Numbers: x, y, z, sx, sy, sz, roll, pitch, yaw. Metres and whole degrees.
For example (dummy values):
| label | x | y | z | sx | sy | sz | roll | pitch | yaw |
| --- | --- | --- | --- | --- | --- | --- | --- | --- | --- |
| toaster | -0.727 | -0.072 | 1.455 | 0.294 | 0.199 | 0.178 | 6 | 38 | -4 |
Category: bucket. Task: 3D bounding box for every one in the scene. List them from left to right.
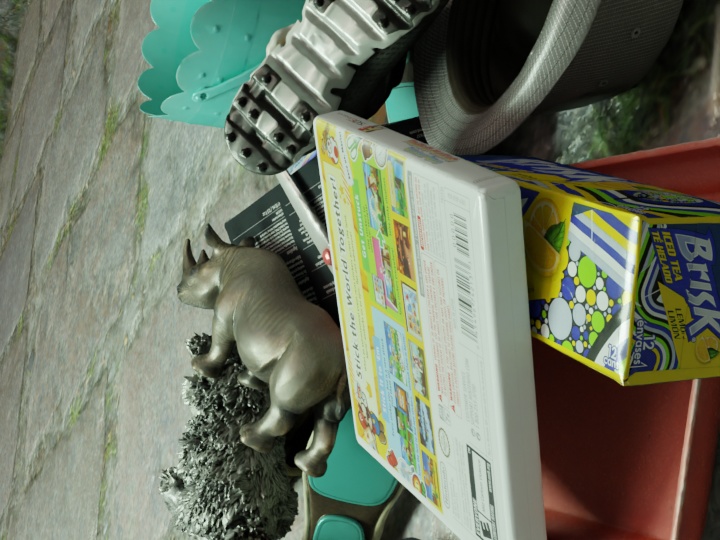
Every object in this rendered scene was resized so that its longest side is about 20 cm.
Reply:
| label | x | y | z | sx | sy | sz | roll | pitch | yaw |
| --- | --- | --- | --- | --- | --- | --- | --- | --- | --- |
| bucket | -0.117 | -0.227 | 1.187 | 0.207 | 0.135 | 0.208 | -41 | 43 | 55 |

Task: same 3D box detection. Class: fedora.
| label | x | y | z | sx | sy | sz | roll | pitch | yaw |
| --- | --- | --- | --- | --- | --- | --- | --- | --- | --- |
| fedora | 0.111 | -0.149 | 0.685 | 0.177 | 0.090 | 0.200 | -101 | 29 | -44 |

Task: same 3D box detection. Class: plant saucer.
| label | x | y | z | sx | sy | sz | roll | pitch | yaw |
| --- | --- | --- | --- | --- | --- | --- | --- | --- | --- |
| plant saucer | 0.121 | 0.043 | 0.636 | 0.200 | 0.037 | 0.200 | -3 | 76 | 66 |

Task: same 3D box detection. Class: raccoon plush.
| label | x | y | z | sx | sy | sz | roll | pitch | yaw |
| --- | --- | --- | --- | --- | --- | --- | --- | --- | --- |
| raccoon plush | -0.070 | 0.126 | 0.868 | 0.200 | 0.097 | 0.134 | 32 | 118 | 56 |

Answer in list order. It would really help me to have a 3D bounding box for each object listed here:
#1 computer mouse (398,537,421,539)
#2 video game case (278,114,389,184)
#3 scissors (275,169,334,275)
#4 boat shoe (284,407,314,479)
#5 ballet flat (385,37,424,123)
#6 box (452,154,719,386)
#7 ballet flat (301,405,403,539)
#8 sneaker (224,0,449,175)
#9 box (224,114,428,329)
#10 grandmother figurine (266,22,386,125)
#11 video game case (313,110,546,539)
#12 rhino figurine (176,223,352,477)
| label | x | y | z | sx | sy | sz | roll | pitch | yaw |
| --- | --- | --- | --- | --- | --- | --- | --- | --- | --- |
| computer mouse | -0.024 | 0.223 | 0.802 | 0.200 | 0.034 | 0.059 | -31 | 16 | 32 |
| video game case | -0.011 | -0.077 | 0.984 | 0.200 | 0.045 | 0.182 | -38 | 44 | 56 |
| scissors | -0.013 | 0.005 | 0.748 | 0.200 | 0.014 | 0.073 | 47 | 145 | 33 |
| boat shoe | -0.071 | 0.136 | 0.981 | 0.203 | 0.075 | 0.075 | -66 | 32 | 23 |
| ballet flat | 0.044 | -0.139 | 0.806 | 0.200 | 0.072 | 0.072 | 67 | 172 | -28 |
| box | 0.096 | -0.009 | 0.581 | 0.200 | 0.064 | 0.070 | -151 | 62 | -65 |
| ballet flat | -0.006 | 0.143 | 0.829 | 0.070 | 0.069 | 0.200 | -114 | 35 | -54 |
| sneaker | 0.002 | -0.140 | 0.737 | 0.200 | 0.066 | 0.090 | -48 | -10 | 23 |
| box | 0.000 | 0.000 | 0.814 | 0.200 | 0.079 | 0.141 | -26 | 81 | 61 |
| grandmother figurine | -0.029 | -0.146 | 0.940 | 0.121 | 0.061 | 0.200 | -44 | 25 | 3 |
| video game case | 0.033 | 0.032 | 0.630 | 0.182 | 0.023 | 0.200 | 33 | 135 | 59 |
| rhino figurine | -0.065 | 0.035 | 0.795 | 0.200 | 0.060 | 0.088 | 47 | 116 | 42 |
